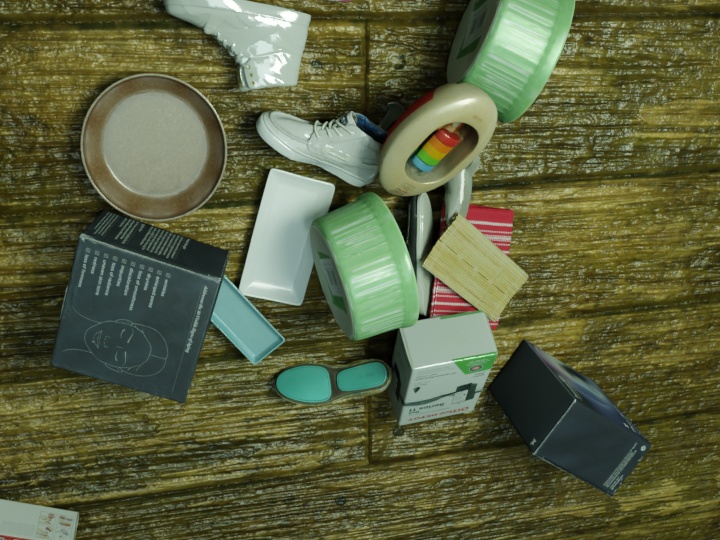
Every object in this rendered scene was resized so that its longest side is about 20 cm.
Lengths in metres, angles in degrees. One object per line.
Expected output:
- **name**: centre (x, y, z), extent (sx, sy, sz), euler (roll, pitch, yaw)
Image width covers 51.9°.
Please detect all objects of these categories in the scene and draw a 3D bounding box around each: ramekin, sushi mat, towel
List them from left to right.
- **ramekin**: centre (0.000, 0.000, 1.071), extent (0.095, 0.200, 0.205), euler (-19, 116, -13)
- **towel**: centre (0.178, -0.005, 1.198), extent (0.141, 0.022, 0.206), euler (2, 100, -27)
- **sushi mat**: centre (0.182, -0.001, 1.159), extent (0.198, 0.012, 0.096), euler (35, 98, -34)
- **ramekin**: centre (0.196, -0.317, 1.012), extent (0.095, 0.201, 0.204), euler (19, 107, -13)

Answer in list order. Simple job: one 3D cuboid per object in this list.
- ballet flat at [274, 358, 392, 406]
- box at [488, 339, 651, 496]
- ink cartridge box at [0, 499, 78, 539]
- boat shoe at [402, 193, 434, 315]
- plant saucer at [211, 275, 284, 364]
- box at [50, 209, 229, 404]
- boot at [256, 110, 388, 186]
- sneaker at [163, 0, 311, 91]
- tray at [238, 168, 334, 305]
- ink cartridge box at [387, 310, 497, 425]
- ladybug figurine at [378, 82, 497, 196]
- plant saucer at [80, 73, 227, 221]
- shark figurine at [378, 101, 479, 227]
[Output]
- **ballet flat**: centre (-0.042, 0.186, 1.224), extent (0.194, 0.071, 0.072), euler (-8, 115, 6)
- **box**: centre (0.358, 0.251, 1.284), extent (0.196, 0.201, 0.125), euler (29, 104, -24)
- **ink cartridge box**: centre (-0.578, 0.469, 1.192), extent (0.195, 0.084, 0.179), euler (17, 107, -21)
- **boat shoe**: centre (0.082, -0.026, 1.170), extent (0.059, 0.074, 0.205), euler (7, 120, 22)
- **plant saucer**: centre (-0.203, 0.055, 1.137), extent (0.069, 0.019, 0.201), euler (-36, 108, 15)
- **box**: centre (-0.308, 0.051, 1.051), extent (0.192, 0.124, 0.204), euler (18, 109, -9)
- **boot**: centre (-0.043, -0.196, 1.048), extent (0.196, 0.075, 0.096), euler (19, 136, -29)
- **sneaker**: centre (-0.168, -0.300, 0.986), extent (0.194, 0.074, 0.119), euler (6, 108, -18)
- **tray**: centre (-0.115, -0.050, 1.133), extent (0.105, 0.022, 0.205), euler (12, 109, -18)
- **ink cartridge box**: centre (0.127, 0.162, 1.202), extent (0.142, 0.085, 0.202), euler (-9, 146, -11)
- **ladybug figurine**: centre (0.096, -0.180, 1.002), extent (0.134, 0.073, 0.199), euler (17, 134, -41)
- **plant saucer**: centre (-0.284, -0.172, 1.030), extent (0.194, 0.037, 0.206), euler (-5, 113, -12)
- **shark figurine**: centre (0.126, -0.183, 1.099), extent (0.128, 0.089, 0.216), euler (-42, 105, -20)
